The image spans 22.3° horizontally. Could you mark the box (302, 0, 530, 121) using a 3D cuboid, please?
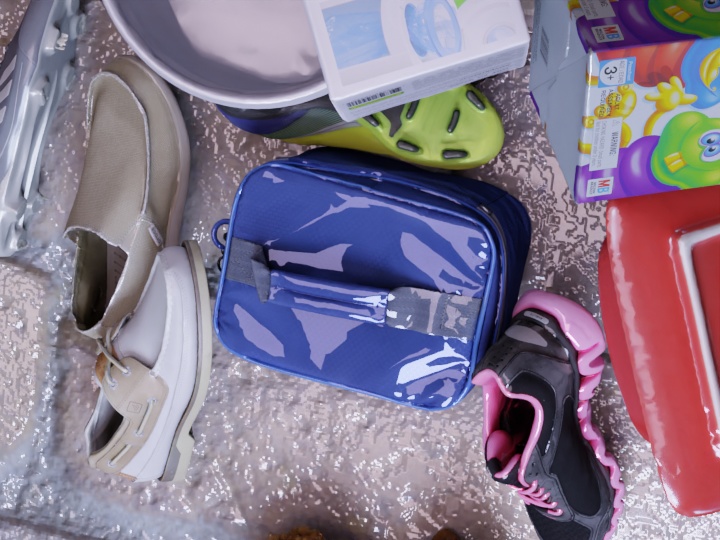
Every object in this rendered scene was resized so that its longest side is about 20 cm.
[{"bbox_3d":[0.012,-0.196,0.980,0.111,0.101,0.202,-17,88,3],"label":"box"}]

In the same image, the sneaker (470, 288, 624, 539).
[{"bbox_3d":[0.108,0.113,1.140,0.078,0.095,0.201,13,131,36],"label":"sneaker"}]

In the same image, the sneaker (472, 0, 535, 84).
[{"bbox_3d":[0.079,-0.153,1.163,0.198,0.070,0.076,8,119,20],"label":"sneaker"}]

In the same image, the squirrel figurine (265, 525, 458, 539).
[{"bbox_3d":[0.004,0.248,1.198,0.199,0.141,0.188,31,98,7],"label":"squirrel figurine"}]

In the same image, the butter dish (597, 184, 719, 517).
[{"bbox_3d":[0.217,0.025,1.107,0.198,0.148,0.201,-17,97,-24],"label":"butter dish"}]

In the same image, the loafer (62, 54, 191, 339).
[{"bbox_3d":[-0.160,-0.042,1.221,0.075,0.068,0.202,8,104,42],"label":"loafer"}]

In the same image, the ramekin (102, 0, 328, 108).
[{"bbox_3d":[-0.055,-0.194,1.087,0.198,0.105,0.202,0,89,3],"label":"ramekin"}]

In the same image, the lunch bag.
[{"bbox_3d":[0.000,0.000,1.162,0.198,0.132,0.137,13,101,13],"label":"lunch bag"}]

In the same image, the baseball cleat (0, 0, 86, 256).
[{"bbox_3d":[-0.253,-0.112,1.250,0.106,0.070,0.202,19,102,12],"label":"baseball cleat"}]

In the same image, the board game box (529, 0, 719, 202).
[{"bbox_3d":[0.203,-0.120,0.998,0.198,0.104,0.105,-8,134,-8],"label":"board game box"}]

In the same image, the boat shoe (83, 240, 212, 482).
[{"bbox_3d":[-0.140,0.066,1.198,0.068,0.075,0.201,-1,130,-16],"label":"boat shoe"}]

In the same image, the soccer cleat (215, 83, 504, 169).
[{"bbox_3d":[0.001,-0.105,1.174,0.198,0.084,0.065,12,84,18],"label":"soccer cleat"}]
